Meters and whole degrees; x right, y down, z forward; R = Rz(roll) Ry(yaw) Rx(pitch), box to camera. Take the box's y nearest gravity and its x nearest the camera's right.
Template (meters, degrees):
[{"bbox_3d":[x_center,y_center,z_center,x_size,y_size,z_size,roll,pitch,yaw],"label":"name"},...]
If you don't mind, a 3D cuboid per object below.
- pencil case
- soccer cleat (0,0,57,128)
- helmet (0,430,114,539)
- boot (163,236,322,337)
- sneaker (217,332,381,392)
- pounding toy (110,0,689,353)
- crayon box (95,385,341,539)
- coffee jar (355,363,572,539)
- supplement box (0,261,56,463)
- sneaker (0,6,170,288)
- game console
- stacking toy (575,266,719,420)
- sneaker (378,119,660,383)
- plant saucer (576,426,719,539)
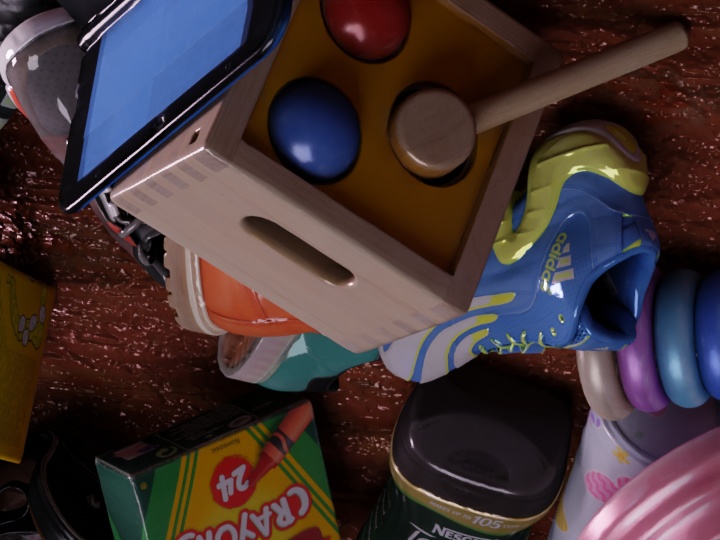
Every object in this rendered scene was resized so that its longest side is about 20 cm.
[{"bbox_3d":[0.160,0.136,1.628,0.090,0.083,0.200,18,140,6],"label":"pencil case"},{"bbox_3d":[-0.216,-0.090,1.528,0.067,0.081,0.200,28,140,-10],"label":"soccer cleat"},{"bbox_3d":[-0.194,0.217,1.771,0.200,0.200,0.191,-24,107,40],"label":"helmet"},{"bbox_3d":[-0.048,-0.056,1.467,0.107,0.075,0.201,10,120,31],"label":"boot"},{"bbox_3d":[0.000,0.000,1.561,0.080,0.072,0.200,16,138,-27],"label":"sneaker"},{"bbox_3d":[0.022,-0.076,1.382,0.200,0.185,0.142,32,153,-21],"label":"pounding toy"},{"bbox_3d":[-0.072,0.183,1.688,0.051,0.127,0.201,19,126,55],"label":"crayon box"},{"bbox_3d":[0.057,0.141,1.675,0.104,0.086,0.200,18,140,1],"label":"coffee jar"},{"bbox_3d":[-0.258,0.039,1.600,0.108,0.110,0.200,11,174,11],"label":"supplement box"},{"bbox_3d":[-0.119,-0.058,1.508,0.077,0.082,0.200,-32,133,5],"label":"sneaker"},{"bbox_3d":[-0.117,-0.156,1.353,0.171,0.118,0.200,49,134,-6],"label":"game console"},{"bbox_3d":[0.218,0.032,1.496,0.199,0.086,0.086,-4,135,20],"label":"stacking toy"},{"bbox_3d":[0.083,0.016,1.475,0.076,0.105,0.200,9,135,-36],"label":"sneaker"},{"bbox_3d":[0.212,0.153,1.569,0.200,0.051,0.201,-18,145,-13],"label":"plant saucer"}]
